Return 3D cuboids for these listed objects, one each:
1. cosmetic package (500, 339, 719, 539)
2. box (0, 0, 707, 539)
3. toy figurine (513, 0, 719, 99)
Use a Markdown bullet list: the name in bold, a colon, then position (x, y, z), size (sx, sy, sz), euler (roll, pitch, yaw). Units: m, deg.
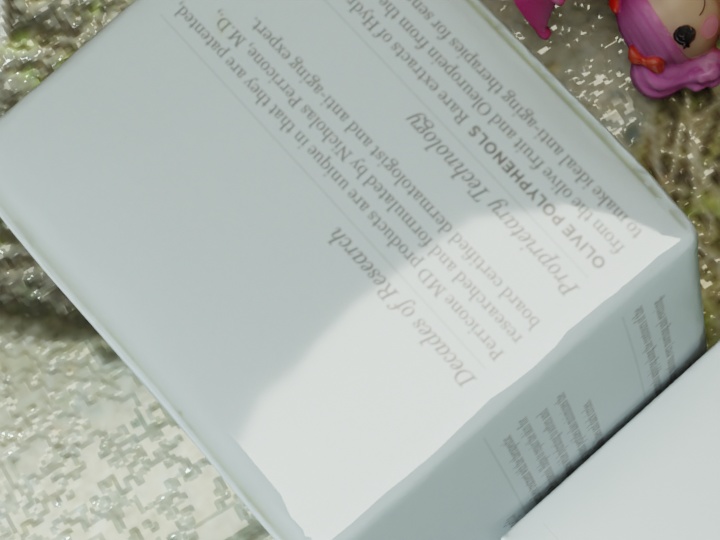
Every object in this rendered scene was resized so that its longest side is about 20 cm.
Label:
- **cosmetic package**: position (0.160, 0.076, 0.921), size (0.200, 0.085, 0.108), euler (-42, 75, -5)
- **box**: position (0.000, 0.000, 0.903), size (0.171, 0.199, 0.200), euler (-42, 73, -4)
- **toy figurine**: position (0.149, -0.134, 0.974), size (0.184, 0.150, 0.200), euler (-22, 98, 16)
